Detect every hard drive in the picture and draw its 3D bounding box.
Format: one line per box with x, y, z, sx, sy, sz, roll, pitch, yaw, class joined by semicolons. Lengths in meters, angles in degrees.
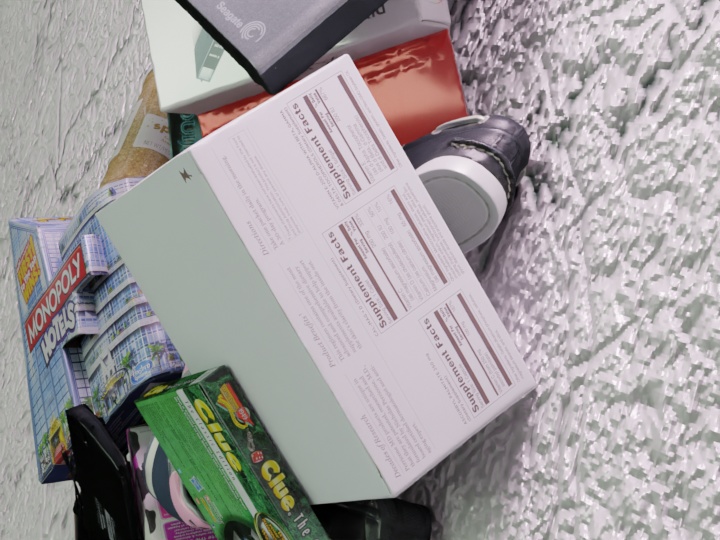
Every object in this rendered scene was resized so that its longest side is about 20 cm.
-0.014;-0.201;0.853;0.200;0.033;0.140;-41;53;-5;hard drive

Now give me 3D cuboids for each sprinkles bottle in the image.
-0.168;-0.106;1.279;0.068;0.068;0.201;-54;16;40;sprinkles bottle

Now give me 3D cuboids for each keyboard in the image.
-0.169;0.162;1.072;0.104;0.039;0.201;43;148;32;keyboard

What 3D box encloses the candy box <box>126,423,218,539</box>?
-0.111;0.214;1.033;0.201;0.060;0.138;-118;22;-54;candy box

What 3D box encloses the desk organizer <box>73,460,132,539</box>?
-0.155;0.160;1.187;0.201;0.076;0.072;-56;33;39;desk organizer

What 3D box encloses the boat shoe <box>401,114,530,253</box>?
0.028;-0.034;0.897;0.199;0.076;0.061;-18;29;51;boat shoe

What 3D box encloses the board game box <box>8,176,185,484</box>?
-0.200;0.024;1.120;0.200;0.061;0.202;-46;55;50;board game box

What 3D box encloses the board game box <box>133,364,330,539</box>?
-0.052;0.149;0.865;0.201;0.023;0.105;60;152;-7;board game box

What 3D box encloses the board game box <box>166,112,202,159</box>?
-0.123;-0.064;1.124;0.200;0.028;0.137;-136;41;-81;board game box

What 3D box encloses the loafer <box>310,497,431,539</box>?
-0.027;0.163;0.926;0.200;0.068;0.071;-2;70;61;loafer

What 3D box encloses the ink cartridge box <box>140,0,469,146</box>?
-0.036;-0.126;0.940;0.198;0.045;0.178;-15;85;31;ink cartridge box

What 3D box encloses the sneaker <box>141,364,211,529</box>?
-0.076;0.066;0.957;0.082;0.069;0.202;28;106;59;sneaker

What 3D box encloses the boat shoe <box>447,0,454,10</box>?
0.029;-0.191;0.972;0.200;0.065;0.073;-53;35;42;boat shoe

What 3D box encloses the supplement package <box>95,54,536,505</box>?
-0.029;0.014;0.831;0.201;0.110;0.155;60;151;-5;supplement package
